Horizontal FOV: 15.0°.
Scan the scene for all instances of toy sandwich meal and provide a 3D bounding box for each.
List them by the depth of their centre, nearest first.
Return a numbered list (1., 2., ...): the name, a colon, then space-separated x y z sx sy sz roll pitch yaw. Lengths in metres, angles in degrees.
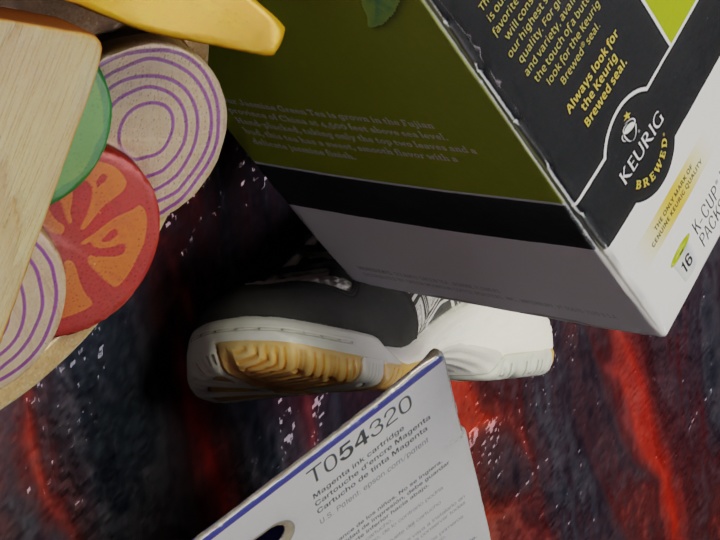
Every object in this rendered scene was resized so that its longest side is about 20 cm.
1. toy sandwich meal: -0.101 -0.027 0.701 0.205 0.070 0.206 -28 133 -35

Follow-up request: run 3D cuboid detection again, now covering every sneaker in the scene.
1. sneaker: 0.000 0.000 0.968 0.200 0.075 0.088 -4 90 -61

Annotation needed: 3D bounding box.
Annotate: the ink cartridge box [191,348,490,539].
1. ink cartridge box: -0.041 0.132 0.920 0.196 0.043 0.200 -36 141 -18

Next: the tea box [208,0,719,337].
1. tea box: 0.046 -0.121 0.838 0.200 0.133 0.197 -59 135 -23
